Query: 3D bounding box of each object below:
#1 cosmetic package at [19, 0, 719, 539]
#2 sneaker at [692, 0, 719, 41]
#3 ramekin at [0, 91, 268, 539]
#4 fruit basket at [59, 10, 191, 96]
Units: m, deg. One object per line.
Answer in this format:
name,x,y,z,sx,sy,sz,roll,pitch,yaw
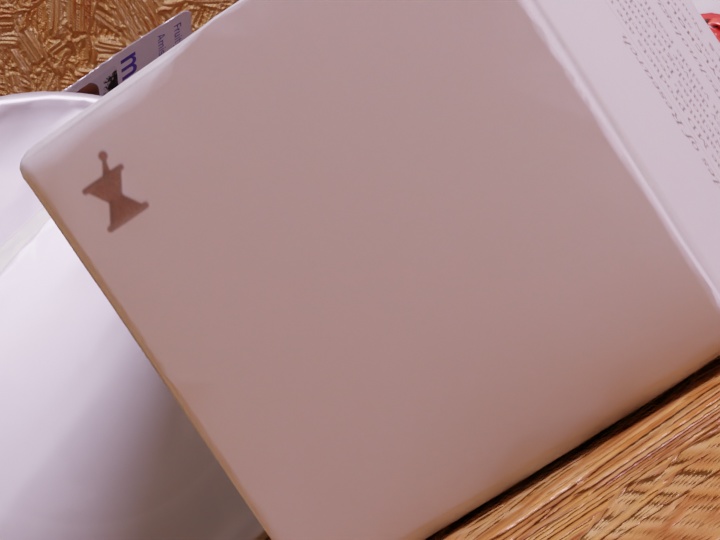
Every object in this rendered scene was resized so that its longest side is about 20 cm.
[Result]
cosmetic package,0.027,-0.030,0.960,0.167,0.167,0.200,-33,3,20
sneaker,0.135,-0.065,1.253,0.201,0.067,0.108,-39,6,-19
ramekin,-0.116,0.041,1.132,0.202,0.203,0.094,-35,-8,-21
fruit basket,-0.139,0.004,1.278,0.199,0.094,0.186,-32,-31,-24
